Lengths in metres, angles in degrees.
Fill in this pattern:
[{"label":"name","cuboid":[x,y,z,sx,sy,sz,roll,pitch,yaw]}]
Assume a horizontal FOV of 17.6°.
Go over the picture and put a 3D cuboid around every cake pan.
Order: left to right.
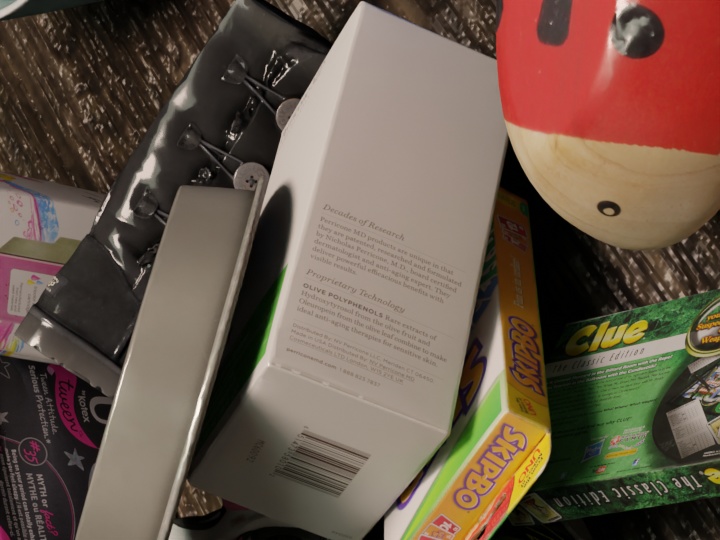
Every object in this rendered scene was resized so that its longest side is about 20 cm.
[{"label":"cake pan","cuboid":[-0.084,0.052,0.988,0.200,0.036,0.202,-164,90,-87]}]

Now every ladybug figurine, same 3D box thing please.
[{"label":"ladybug figurine","cuboid":[0.101,-0.108,0.878,0.135,0.071,0.202,13,99,52]}]

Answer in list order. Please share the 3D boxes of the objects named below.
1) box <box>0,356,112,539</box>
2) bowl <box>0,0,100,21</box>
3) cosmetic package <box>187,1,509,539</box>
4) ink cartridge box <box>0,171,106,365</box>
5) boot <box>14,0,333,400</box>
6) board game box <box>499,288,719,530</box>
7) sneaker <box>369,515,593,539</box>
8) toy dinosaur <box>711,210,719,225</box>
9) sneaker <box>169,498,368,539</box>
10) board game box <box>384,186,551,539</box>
[{"label":"box","cuboid":[-0.174,0.160,1.219,0.132,0.114,0.201,-39,56,40]},{"label":"bowl","cuboid":[-0.153,-0.225,1.259,0.200,0.104,0.203,-10,77,47]},{"label":"cosmetic package","cuboid":[0.000,0.000,0.993,0.108,0.084,0.201,124,163,-49]},{"label":"ink cartridge box","cuboid":[-0.191,-0.008,1.183,0.144,0.199,0.085,20,96,61]},{"label":"boot","cuboid":[-0.046,-0.010,1.122,0.201,0.164,0.066,-57,18,-4]},{"label":"board game box","cuboid":[0.138,0.046,0.908,0.199,0.023,0.105,-15,36,47]},{"label":"sneaker","cuboid":[0.055,0.123,0.987,0.199,0.084,0.075,29,105,47]},{"label":"toy dinosaur","cuboid":[0.154,-0.069,0.928,0.102,0.076,0.201,-46,56,49]},{"label":"sneaker","cuboid":[-0.049,0.150,1.078,0.200,0.080,0.087,137,124,-65]},{"label":"board game box","cuboid":[0.043,0.051,0.983,0.096,0.030,0.201,-56,19,27]}]
